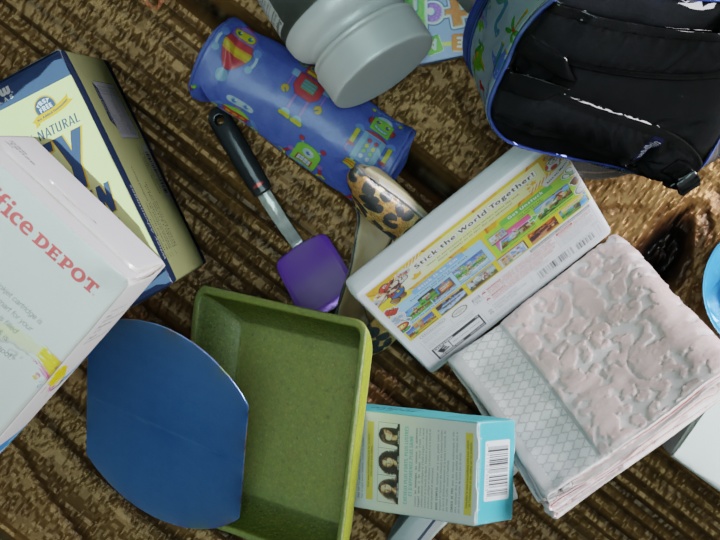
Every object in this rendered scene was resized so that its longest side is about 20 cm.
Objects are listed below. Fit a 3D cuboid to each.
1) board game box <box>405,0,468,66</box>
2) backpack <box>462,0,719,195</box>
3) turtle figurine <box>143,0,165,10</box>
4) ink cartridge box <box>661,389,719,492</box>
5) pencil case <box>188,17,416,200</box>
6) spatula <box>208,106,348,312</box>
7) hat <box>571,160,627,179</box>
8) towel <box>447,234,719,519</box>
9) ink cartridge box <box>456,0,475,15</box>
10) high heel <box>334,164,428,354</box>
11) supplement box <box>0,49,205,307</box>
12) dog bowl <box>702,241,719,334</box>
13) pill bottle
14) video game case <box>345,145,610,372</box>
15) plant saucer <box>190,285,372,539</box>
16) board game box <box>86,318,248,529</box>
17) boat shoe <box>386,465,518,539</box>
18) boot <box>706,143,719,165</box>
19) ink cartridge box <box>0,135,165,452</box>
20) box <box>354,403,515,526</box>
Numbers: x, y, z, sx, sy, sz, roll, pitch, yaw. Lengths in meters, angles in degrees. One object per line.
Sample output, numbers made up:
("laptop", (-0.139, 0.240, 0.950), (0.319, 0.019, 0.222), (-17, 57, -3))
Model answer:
("board game box", (0.076, -0.281, 1.384), (0.150, 0.037, 0.202), (-11, 95, 2))
("backpack", (0.178, -0.171, 1.204), (0.198, 0.148, 0.184), (6, 135, -23))
("turtle figurine", (-0.180, -0.327, 1.349), (0.160, 0.064, 0.202), (24, 111, 31))
("ink cartridge box", (0.345, 0.162, 1.356), (0.199, 0.144, 0.084), (36, 95, -1))
("pencil case", (-0.053, -0.132, 1.379), (0.199, 0.087, 0.078), (32, 54, -1))
("spatula", (-0.074, -0.054, 1.414), (0.056, 0.021, 0.201), (-31, 92, 5))
("hat", (0.201, -0.172, 1.359), (0.198, 0.081, 0.203), (-8, 112, -19))
("towel", (0.185, 0.079, 1.338), (0.190, 0.200, 0.032), (-36, 131, 2))
("ink cartridge box", (0.054, -0.309, 1.292), (0.083, 0.146, 0.200), (-42, 92, 2))
("high heel", (0.000, 0.000, 1.339), (0.143, 0.200, 0.071), (-44, 56, 1))
("supplement box", (-0.237, -0.057, 1.329), (0.133, 0.200, 0.202), (-26, 93, 4))
("dog bowl", (0.383, 0.002, 1.390), (0.198, 0.050, 0.113), (-14, 94, 2))
("pill bottle", (-0.032, -0.242, 1.331), (0.113, 0.114, 0.201), (-33, 79, 4))
("video game case", (0.101, -0.013, 1.343), (0.199, 0.182, 0.023), (-38, 58, 4))
("plant saucer", (-0.065, 0.126, 1.376), (0.199, 0.048, 0.202), (11, 96, 40))
("board game box", (-0.155, 0.122, 1.377), (0.157, 0.039, 0.202), (20, 126, 20))
("boat shoe", (0.107, 0.176, 1.400), (0.067, 0.074, 0.200), (41, 94, -1))
("boot", (0.325, -0.181, 1.334), (0.173, 0.069, 0.202), (-17, 119, -24))
("ink cartridge box", (-0.262, 0.025, 1.164), (0.147, 0.145, 0.200), (42, 96, -2))
("box", (0.034, 0.156, 1.352), (0.199, 0.049, 0.083), (2, 90, 43))
